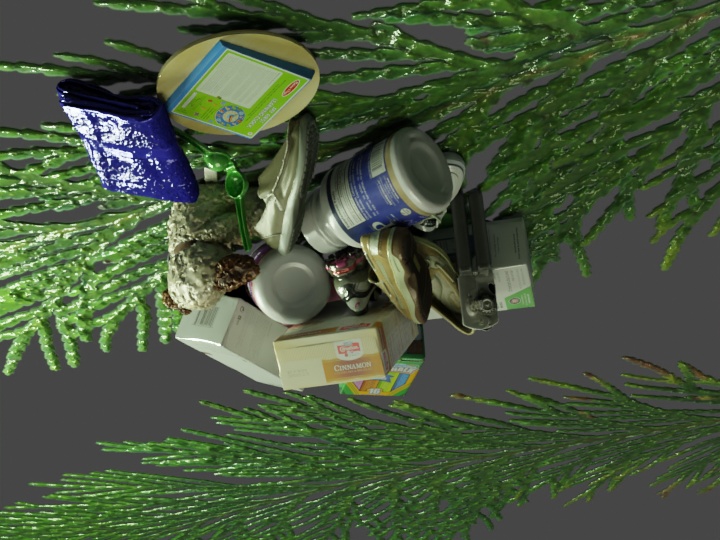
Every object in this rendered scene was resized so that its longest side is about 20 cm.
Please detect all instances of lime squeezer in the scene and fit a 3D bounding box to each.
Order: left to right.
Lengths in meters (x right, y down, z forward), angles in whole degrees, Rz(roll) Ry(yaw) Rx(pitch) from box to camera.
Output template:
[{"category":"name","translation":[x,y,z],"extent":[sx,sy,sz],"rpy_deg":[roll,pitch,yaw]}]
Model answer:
[{"category":"lime squeezer","translation":[-0.191,-0.125,1.531],"extent":[0.038,0.071,0.201],"rpy_deg":[-7,121,51]}]

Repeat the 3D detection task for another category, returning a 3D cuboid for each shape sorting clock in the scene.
[{"category":"shape sorting clock","translation":[-0.147,-0.226,1.381],"extent":[0.198,0.040,0.201],"rpy_deg":[-6,151,-3]}]

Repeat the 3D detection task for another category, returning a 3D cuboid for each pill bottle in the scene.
[{"category":"pill bottle","translation":[-0.112,0.013,1.684],"extent":[0.111,0.114,0.200],"rpy_deg":[4,-177,-12]},{"category":"pill bottle","translation":[0.015,-0.100,1.542],"extent":[0.199,0.121,0.119],"rpy_deg":[-26,144,36]}]

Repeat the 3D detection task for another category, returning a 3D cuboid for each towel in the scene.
[{"category":"towel","translation":[-0.292,-0.154,1.446],"extent":[0.146,0.050,0.201],"rpy_deg":[15,154,16]}]

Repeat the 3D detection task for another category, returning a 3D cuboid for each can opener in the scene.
[{"category":"can opener","translation":[0.164,-0.013,1.654],"extent":[0.053,0.202,0.067],"rpy_deg":[-7,175,7]}]

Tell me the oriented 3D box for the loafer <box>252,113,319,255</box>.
[{"category":"loafer","translation":[-0.104,-0.114,1.502],"extent":[0.069,0.075,0.202],"rpy_deg":[17,118,6]}]

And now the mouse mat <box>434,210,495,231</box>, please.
[{"category":"mouse mat","translation":[0.095,-0.052,1.755],"extent":[0.198,0.008,0.161],"rpy_deg":[13,147,-25]}]

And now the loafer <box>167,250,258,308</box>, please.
[{"category":"loafer","translation":[-0.207,0.020,1.763],"extent":[0.199,0.072,0.063],"rpy_deg":[36,177,-35]}]

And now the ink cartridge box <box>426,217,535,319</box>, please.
[{"category":"ink cartridge box","translation":[0.162,0.001,1.760],"extent":[0.198,0.088,0.146],"rpy_deg":[-6,151,11]}]

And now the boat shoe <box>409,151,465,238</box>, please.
[{"category":"boat shoe","translation":[0.095,-0.085,1.624],"extent":[0.073,0.067,0.200],"rpy_deg":[7,146,-19]}]

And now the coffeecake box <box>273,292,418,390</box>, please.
[{"category":"coffeecake box","translation":[-0.016,0.096,1.627],"extent":[0.152,0.074,0.200],"rpy_deg":[-9,-169,18]}]

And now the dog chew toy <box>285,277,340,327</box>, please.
[{"category":"dog chew toy","translation":[-0.067,0.063,1.844],"extent":[0.123,0.126,0.201],"rpy_deg":[3,143,-10]}]

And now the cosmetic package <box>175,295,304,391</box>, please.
[{"category":"cosmetic package","translation":[-0.170,0.109,1.742],"extent":[0.112,0.082,0.200],"rpy_deg":[6,159,42]}]

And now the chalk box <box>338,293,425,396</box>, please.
[{"category":"chalk box","translation":[0.036,0.117,1.939],"extent":[0.122,0.126,0.201],"rpy_deg":[3,150,-10]}]

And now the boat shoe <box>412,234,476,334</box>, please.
[{"category":"boat shoe","translation":[0.104,0.020,1.651],"extent":[0.073,0.064,0.200],"rpy_deg":[-26,131,28]}]

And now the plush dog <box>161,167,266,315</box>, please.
[{"category":"plush dog","translation":[-0.218,-0.028,1.598],"extent":[0.160,0.173,0.199],"rpy_deg":[23,143,-38]}]

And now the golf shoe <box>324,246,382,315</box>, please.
[{"category":"golf shoe","translation":[0.000,0.000,1.654],"extent":[0.072,0.093,0.200],"rpy_deg":[-16,-166,18]}]

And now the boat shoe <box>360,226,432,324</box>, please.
[{"category":"boat shoe","translation":[0.047,0.004,1.560],"extent":[0.075,0.072,0.201],"rpy_deg":[2,144,18]}]
